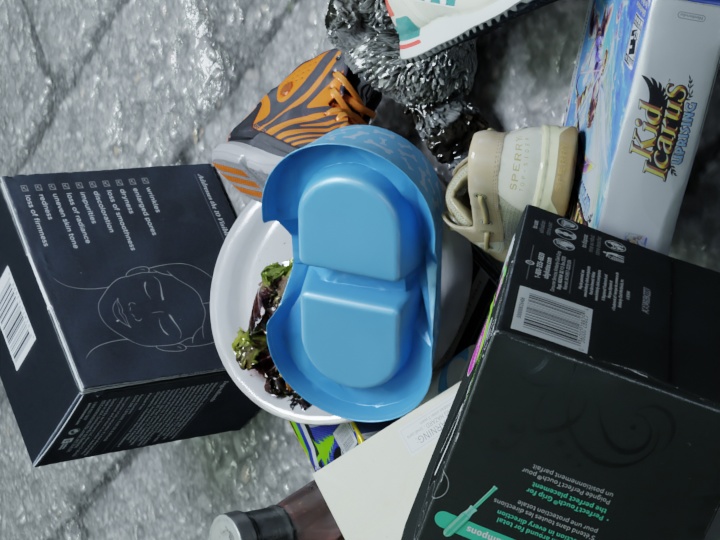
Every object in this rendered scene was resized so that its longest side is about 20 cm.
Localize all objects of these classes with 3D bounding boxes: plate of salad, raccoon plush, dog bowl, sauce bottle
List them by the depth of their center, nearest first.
[{"bbox_3d":[0.000,0.000,1.048,0.111,0.050,0.201,10,124,17],"label":"dog bowl"},{"bbox_3d":[0.073,-0.164,1.098,0.200,0.097,0.134,46,121,-1],"label":"raccoon plush"},{"bbox_3d":[-0.006,0.166,1.121,0.066,0.199,0.066,8,100,50],"label":"sauce bottle"},{"bbox_3d":[-0.020,0.006,1.152,0.199,0.048,0.201,-8,69,22],"label":"plate of salad"}]

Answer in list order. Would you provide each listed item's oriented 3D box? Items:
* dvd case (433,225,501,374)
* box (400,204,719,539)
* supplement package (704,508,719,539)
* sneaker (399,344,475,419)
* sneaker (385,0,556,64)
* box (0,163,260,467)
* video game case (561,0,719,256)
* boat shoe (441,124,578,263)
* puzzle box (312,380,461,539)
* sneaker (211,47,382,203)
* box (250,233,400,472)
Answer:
[{"bbox_3d":[0.021,0.006,1.215,0.200,0.016,0.149,50,131,37],"label":"dvd case"},{"bbox_3d":[0.097,0.100,0.811,0.124,0.149,0.201,19,117,3],"label":"box"},{"bbox_3d":[0.237,0.163,0.843,0.156,0.110,0.201,52,141,31],"label":"supplement package"},{"bbox_3d":[0.101,0.139,1.081,0.200,0.076,0.081,54,126,28],"label":"sneaker"},{"bbox_3d":[0.065,-0.185,0.969,0.200,0.070,0.094,-15,99,64],"label":"sneaker"},{"bbox_3d":[-0.188,0.030,1.346,0.124,0.196,0.201,-51,56,45],"label":"box"},{"bbox_3d":[0.145,-0.081,0.923,0.200,0.045,0.182,-85,4,-69],"label":"video game case"},{"bbox_3d":[0.082,-0.046,0.990,0.200,0.065,0.073,100,178,-82],"label":"boat shoe"},{"bbox_3d":[0.084,0.134,1.042,0.200,0.025,0.133,-32,69,11],"label":"puzzle box"},{"bbox_3d":[-0.008,-0.093,1.125,0.199,0.078,0.112,20,68,41],"label":"sneaker"},{"bbox_3d":[-0.028,0.059,1.215,0.200,0.070,0.064,61,137,28],"label":"box"}]
